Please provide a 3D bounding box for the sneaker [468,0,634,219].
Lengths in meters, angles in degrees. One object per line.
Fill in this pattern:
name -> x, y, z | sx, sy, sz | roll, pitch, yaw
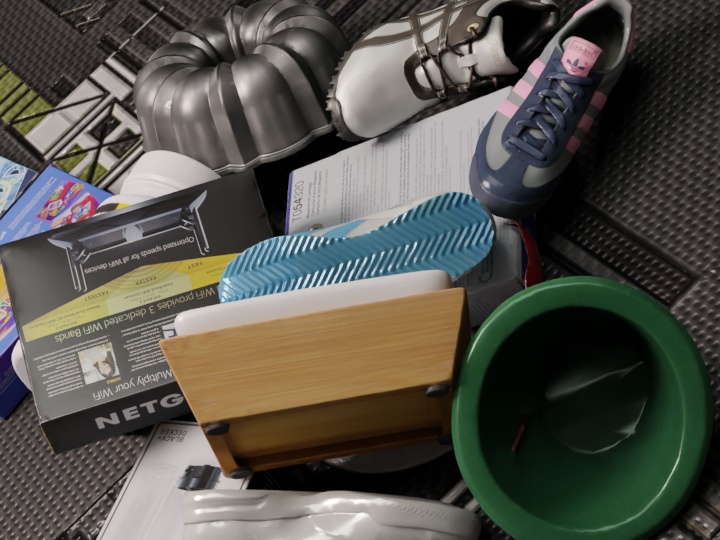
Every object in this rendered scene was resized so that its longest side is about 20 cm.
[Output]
sneaker -> 0.139, -0.125, 1.625 | 0.070, 0.082, 0.200 | 28, 54, 5

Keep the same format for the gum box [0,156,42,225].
gum box -> -0.379, -0.034, 2.001 | 0.200, 0.045, 0.170 | 21, 67, 48

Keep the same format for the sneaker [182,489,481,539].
sneaker -> -0.019, 0.189, 1.485 | 0.199, 0.075, 0.089 | 0, 83, 10

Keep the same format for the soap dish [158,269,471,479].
soap dish -> -0.022, 0.072, 1.491 | 0.199, 0.157, 0.082 | -10, 69, 1

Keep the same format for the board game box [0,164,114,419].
board game box -> -0.276, 0.014, 1.874 | 0.200, 0.045, 0.134 | -50, 40, -14

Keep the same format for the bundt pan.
bundt pan -> -0.096, -0.157, 1.830 | 0.201, 0.076, 0.202 | -16, 28, 9

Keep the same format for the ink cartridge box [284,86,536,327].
ink cartridge box -> 0.036, -0.026, 1.676 | 0.199, 0.043, 0.197 | -21, 44, 24

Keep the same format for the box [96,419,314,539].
box -> -0.127, 0.205, 1.565 | 0.116, 0.060, 0.201 | 0, 52, 37

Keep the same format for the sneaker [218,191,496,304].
sneaker -> 0.000, 0.000, 1.569 | 0.199, 0.081, 0.077 | -15, 87, 8

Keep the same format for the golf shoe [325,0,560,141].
golf shoe -> 0.064, -0.164, 1.719 | 0.200, 0.078, 0.094 | -37, 24, -19

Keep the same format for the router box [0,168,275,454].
router box -> -0.148, 0.028, 1.632 | 0.199, 0.052, 0.158 | -17, 58, -3

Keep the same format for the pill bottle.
pill bottle -> -0.175, 0.014, 1.743 | 0.114, 0.114, 0.201 | 3, 54, 39

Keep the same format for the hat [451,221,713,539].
hat -> 0.153, 0.078, 1.495 | 0.165, 0.176, 0.201 | 9, 92, 10
